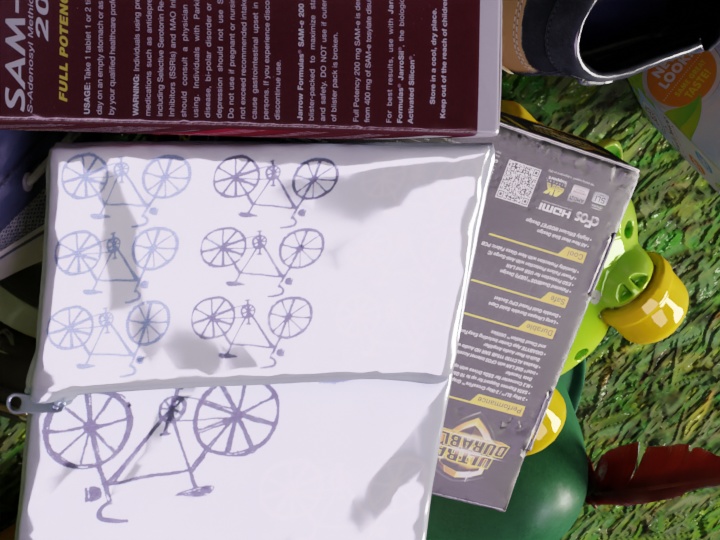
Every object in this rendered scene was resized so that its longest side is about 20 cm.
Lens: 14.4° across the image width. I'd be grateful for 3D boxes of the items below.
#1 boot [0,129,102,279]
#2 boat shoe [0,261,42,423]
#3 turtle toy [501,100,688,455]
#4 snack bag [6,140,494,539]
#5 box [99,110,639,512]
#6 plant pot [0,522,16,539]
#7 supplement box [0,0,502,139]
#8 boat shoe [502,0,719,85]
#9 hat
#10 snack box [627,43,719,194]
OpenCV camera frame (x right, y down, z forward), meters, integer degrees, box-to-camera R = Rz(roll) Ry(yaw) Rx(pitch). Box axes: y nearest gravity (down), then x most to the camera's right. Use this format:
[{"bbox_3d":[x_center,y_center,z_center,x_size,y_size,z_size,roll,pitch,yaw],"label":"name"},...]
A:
[{"bbox_3d":[-0.186,-0.020,1.070,0.200,0.073,0.090,-36,141,-22],"label":"boot"},{"bbox_3d":[-0.111,0.046,1.215,0.061,0.072,0.201,-51,138,11],"label":"boat shoe"},{"bbox_3d":[0.040,0.008,1.289,0.200,0.101,0.146,-42,121,3],"label":"turtle toy"},{"bbox_3d":[-0.045,0.042,1.119,0.188,0.021,0.200,-1,113,-26],"label":"snack bag"},{"bbox_3d":[0.000,0.000,1.169,0.200,0.049,0.160,16,102,-30],"label":"box"},{"bbox_3d":[-0.138,0.196,1.277,0.183,0.200,0.200,-45,151,-24],"label":"plant pot"},{"bbox_3d":[-0.061,-0.078,1.017,0.200,0.109,0.061,-1,92,-31],"label":"supplement box"},{"bbox_3d":[0.138,-0.122,1.174,0.200,0.062,0.075,-22,121,-31],"label":"boat shoe"},{"bbox_3d":[0.094,0.133,1.425,0.166,0.176,0.200,-21,143,-27],"label":"hat"},{"bbox_3d":[0.246,-0.101,1.332,0.200,0.142,0.053,-40,149,-2],"label":"snack box"}]
